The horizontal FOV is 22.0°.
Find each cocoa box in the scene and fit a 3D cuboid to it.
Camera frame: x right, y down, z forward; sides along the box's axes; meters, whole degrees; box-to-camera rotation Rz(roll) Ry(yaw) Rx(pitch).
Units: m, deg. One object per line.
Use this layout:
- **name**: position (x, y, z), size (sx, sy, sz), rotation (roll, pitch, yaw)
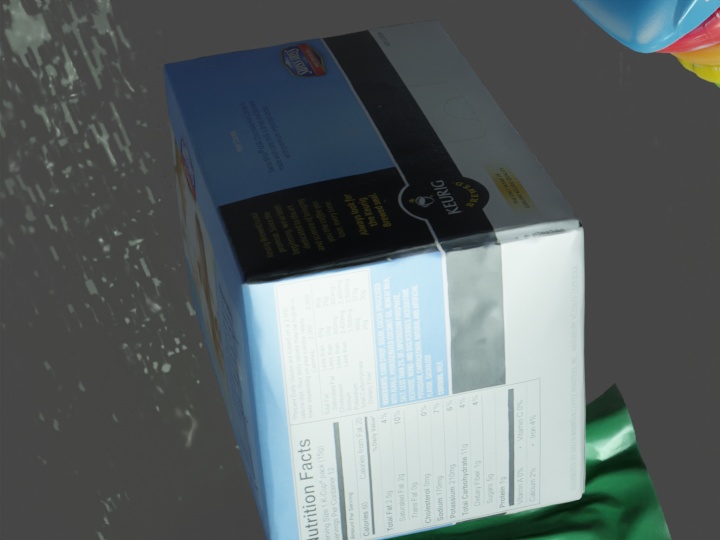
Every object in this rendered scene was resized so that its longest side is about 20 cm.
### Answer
- **cocoa box**: position (0.000, 0.000, 0.766), size (0.130, 0.200, 0.134), rotation (-10, 121, -10)

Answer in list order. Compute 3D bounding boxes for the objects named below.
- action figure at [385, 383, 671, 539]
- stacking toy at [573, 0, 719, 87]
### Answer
- **action figure**: position (0.050, 0.136, 0.927), size (0.199, 0.119, 0.055), rotation (-16, 134, 3)
- **stacking toy**: position (0.186, -0.112, 0.829), size (0.116, 0.110, 0.200), rotation (-46, 131, 8)
